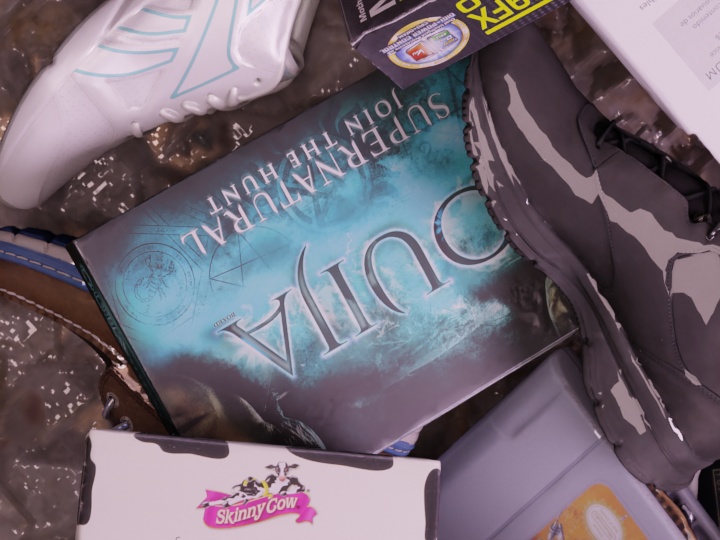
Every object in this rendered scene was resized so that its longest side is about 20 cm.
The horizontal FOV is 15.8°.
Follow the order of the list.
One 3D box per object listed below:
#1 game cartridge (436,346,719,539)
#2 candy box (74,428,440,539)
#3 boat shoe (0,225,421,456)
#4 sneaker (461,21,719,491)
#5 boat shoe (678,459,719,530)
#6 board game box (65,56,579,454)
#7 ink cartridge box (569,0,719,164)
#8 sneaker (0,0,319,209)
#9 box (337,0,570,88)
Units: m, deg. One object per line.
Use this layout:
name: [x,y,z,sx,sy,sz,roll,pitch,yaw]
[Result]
game cartridge: [0.100,0.149,1.058,0.133,0.041,0.200,-44,75,27]
candy box: [-0.044,0.166,0.952,0.135,0.061,0.202,6,72,-5]
boat shoe: [-0.074,0.046,1.077,0.199,0.072,0.073,25,95,1]
sneaker: [0.110,-0.016,1.003,0.090,0.076,0.201,-24,103,26]
boat shoe: [0.162,0.158,1.078,0.073,0.065,0.202,-16,98,9]
board game box: [0.000,0.000,1.043,0.199,0.028,0.136,-30,93,-14]
ink cartridge box: [0.175,-0.153,1.009,0.200,0.084,0.176,-40,96,12]
sneaker: [-0.072,-0.089,1.057,0.080,0.070,0.200,44,102,-6]
box: [0.050,-0.191,0.968,0.159,0.044,0.201,-27,59,21]
